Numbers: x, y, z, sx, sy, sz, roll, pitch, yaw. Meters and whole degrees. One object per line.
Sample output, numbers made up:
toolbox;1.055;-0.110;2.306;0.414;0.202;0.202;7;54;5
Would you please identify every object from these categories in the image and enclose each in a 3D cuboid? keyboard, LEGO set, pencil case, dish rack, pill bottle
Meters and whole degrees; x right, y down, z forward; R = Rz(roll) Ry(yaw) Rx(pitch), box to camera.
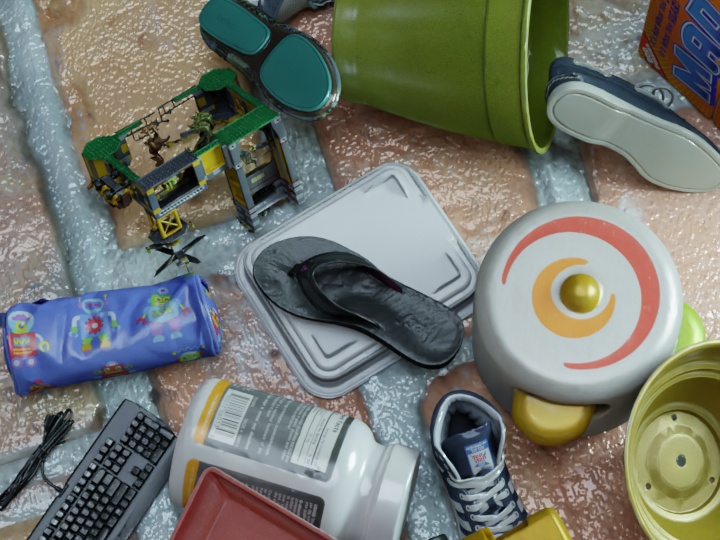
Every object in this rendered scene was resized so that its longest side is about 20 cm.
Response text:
keyboard;-0.254;0.199;1.657;0.126;0.021;0.201;30;72;12
LEGO set;-0.148;-0.082;1.732;0.199;0.117;0.153;-38;43;-26
pencil case;-0.223;0.053;1.681;0.198;0.078;0.088;-11;67;-3
dish rack;0.000;0.000;1.713;0.199;0.044;0.172;-31;71;-10
pill bottle;-0.055;0.172;1.610;0.198;0.117;0.117;16;70;7

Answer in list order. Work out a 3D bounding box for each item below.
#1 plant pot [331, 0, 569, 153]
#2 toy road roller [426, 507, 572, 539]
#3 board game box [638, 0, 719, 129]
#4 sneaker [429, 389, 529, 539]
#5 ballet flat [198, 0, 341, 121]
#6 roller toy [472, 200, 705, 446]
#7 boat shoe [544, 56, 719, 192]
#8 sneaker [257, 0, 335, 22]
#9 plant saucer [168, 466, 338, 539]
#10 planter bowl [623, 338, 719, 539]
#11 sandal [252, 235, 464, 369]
plant pot;0.079;-0.214;1.726;0.191;0.201;0.203;5;69;16
toy road roller;0.111;0.265;1.516;0.145;0.200;0.124;-25;75;-1
board game box;0.400;-0.240;1.708;0.199;0.200;0.200;-41;73;-13
sneaker;0.111;0.195;1.599;0.069;0.109;0.202;-22;70;-6
ballet flat;-0.072;-0.190;1.738;0.074;0.075;0.200;-37;52;-12
roller toy;0.185;0.042;1.639;0.199;0.140;0.183;-33;71;-10
boat shoe;0.253;-0.133;1.720;0.198;0.075;0.062;21;46;-17
sneaker;-0.013;-0.295;1.810;0.200;0.078;0.086;-43;77;-13
plant saucer;-0.088;0.289;1.512;0.198;0.037;0.202;25;88;31
planter bowl;0.290;0.161;1.603;0.198;0.083;0.203;2;84;-22
sandal;0.000;0.019;1.657;0.199;0.048;0.076;22;71;8
